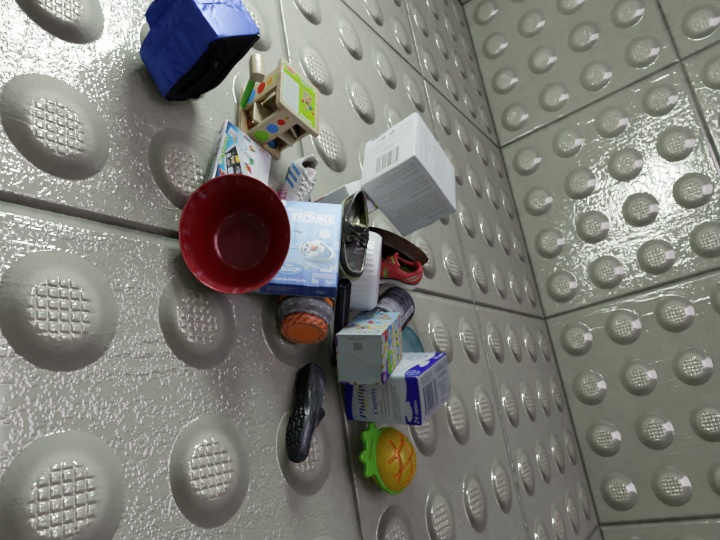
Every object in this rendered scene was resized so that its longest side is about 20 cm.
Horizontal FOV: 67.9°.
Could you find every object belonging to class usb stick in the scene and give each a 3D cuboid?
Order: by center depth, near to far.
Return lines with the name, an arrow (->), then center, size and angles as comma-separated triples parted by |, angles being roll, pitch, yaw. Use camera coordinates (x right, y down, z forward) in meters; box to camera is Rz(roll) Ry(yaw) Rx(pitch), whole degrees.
usb stick -> -0.043, 0.117, 1.175 | 0.056, 0.031, 0.207 | -58, 157, -61

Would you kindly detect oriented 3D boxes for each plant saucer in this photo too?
plant saucer -> 0.092, -0.055, 1.465 | 0.199, 0.197, 0.035 | 37, 76, -42
plant saucer -> 0.126, 0.253, 1.466 | 0.198, 0.035, 0.207 | 34, 47, -45

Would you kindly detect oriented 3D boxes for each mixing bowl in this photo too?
mixing bowl -> -0.220, -0.060, 0.971 | 0.108, 0.193, 0.207 | 144, -74, -84

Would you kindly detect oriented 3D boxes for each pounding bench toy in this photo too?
pounding bench toy -> -0.207, -0.361, 1.158 | 0.198, 0.152, 0.129 | 30, 49, -47

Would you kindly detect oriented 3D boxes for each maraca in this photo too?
maraca -> 0.058, 0.418, 1.196 | 0.199, 0.104, 0.141 | 39, 43, -40

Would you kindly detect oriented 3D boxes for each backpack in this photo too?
backpack -> -0.310, -0.427, 0.992 | 0.171, 0.197, 0.162 | 56, 35, -2

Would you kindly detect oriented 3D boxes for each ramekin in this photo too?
ramekin -> 0.000, 0.000, 1.255 | 0.202, 0.090, 0.212 | 5, 90, -86

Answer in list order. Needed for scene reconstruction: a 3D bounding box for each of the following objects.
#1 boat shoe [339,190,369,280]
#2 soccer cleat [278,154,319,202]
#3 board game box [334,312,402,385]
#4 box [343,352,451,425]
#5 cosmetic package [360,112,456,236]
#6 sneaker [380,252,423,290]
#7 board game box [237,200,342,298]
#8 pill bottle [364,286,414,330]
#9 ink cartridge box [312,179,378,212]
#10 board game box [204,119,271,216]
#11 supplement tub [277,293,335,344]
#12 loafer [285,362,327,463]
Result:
boat shoe -> -0.014, -0.082, 1.145 | 0.069, 0.066, 0.208 | 13, 57, -21
soccer cleat -> -0.141, -0.190, 1.235 | 0.070, 0.084, 0.206 | 40, 42, -38
board game box -> 0.024, 0.165, 1.169 | 0.199, 0.101, 0.108 | -28, 115, -72
box -> 0.085, 0.263, 1.225 | 0.182, 0.194, 0.110 | -15, 98, -59
cosmetic package -> 0.122, -0.233, 1.329 | 0.200, 0.163, 0.171 | 44, 37, -35
sneaker -> 0.072, -0.014, 1.405 | 0.192, 0.087, 0.079 | 10, 47, -5
board game box -> -0.137, -0.049, 1.078 | 0.044, 0.191, 0.205 | 96, -4, -57
pill bottle -> 0.062, 0.128, 1.367 | 0.109, 0.104, 0.199 | 64, 32, -9
ink cartridge box -> -0.033, -0.163, 1.340 | 0.199, 0.142, 0.086 | -33, 99, -59
board game box -> -0.243, -0.202, 1.083 | 0.125, 0.034, 0.205 | 36, 35, -34
supplement tub -> -0.110, 0.039, 1.123 | 0.122, 0.120, 0.207 | 37, 45, -41
loafer -> -0.099, 0.281, 1.056 | 0.070, 0.067, 0.205 | 37, 40, -29
